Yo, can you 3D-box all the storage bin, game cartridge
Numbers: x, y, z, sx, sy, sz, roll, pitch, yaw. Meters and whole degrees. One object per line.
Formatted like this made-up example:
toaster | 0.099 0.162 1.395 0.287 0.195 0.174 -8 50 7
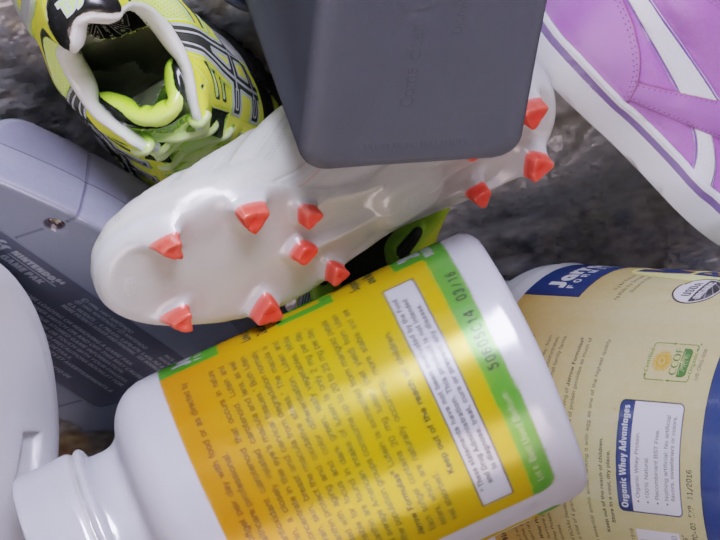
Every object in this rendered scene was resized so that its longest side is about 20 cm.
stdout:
storage bin | 0.022 -0.136 0.842 0.145 0.134 0.200 -4 138 -12
game cartridge | -0.120 0.007 0.996 0.133 0.041 0.200 -12 145 34

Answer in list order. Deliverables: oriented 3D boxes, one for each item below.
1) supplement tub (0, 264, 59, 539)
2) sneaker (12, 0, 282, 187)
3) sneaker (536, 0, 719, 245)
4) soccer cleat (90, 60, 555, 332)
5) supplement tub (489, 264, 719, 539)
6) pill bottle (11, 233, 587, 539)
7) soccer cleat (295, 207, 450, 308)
supplement tub | -0.234 0.063 0.939 0.200 0.145 0.144 -2 142 20
sneaker | -0.079 -0.064 0.933 0.075 0.076 0.200 -29 137 12
sneaker | 0.160 -0.082 0.990 0.114 0.073 0.200 -37 134 18
soccer cleat | -0.018 -0.037 0.914 0.200 0.078 0.069 -24 136 -20
supplement tub | 0.125 0.071 1.028 0.200 0.145 0.144 3 153 40
pill bottle | -0.025 0.075 0.912 0.200 0.111 0.111 -25 138 -2
soccer cleat | -0.001 0.000 1.004 0.065 0.084 0.200 8 97 -9
